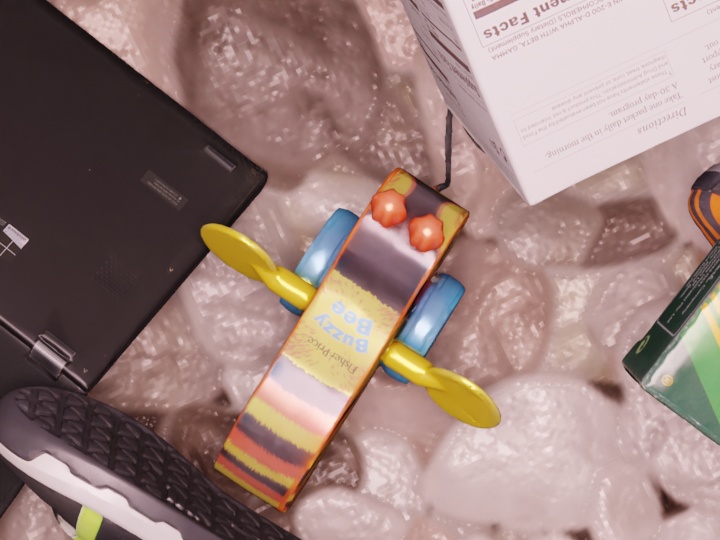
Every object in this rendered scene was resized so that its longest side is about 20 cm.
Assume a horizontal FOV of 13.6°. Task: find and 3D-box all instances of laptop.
[{"bbox_3d":[-0.179,-0.006,1.230,0.187,0.116,0.200,38,60,2],"label":"laptop"}]

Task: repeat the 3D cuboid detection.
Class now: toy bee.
[{"bbox_3d":[0.000,0.000,1.178,0.130,0.109,0.201,11,88,3],"label":"toy bee"}]

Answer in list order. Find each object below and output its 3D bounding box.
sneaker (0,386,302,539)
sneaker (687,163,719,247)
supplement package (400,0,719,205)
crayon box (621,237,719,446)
[{"bbox_3d":[-0.076,0.126,1.169,0.200,0.072,0.083,37,102,-22],"label":"sneaker"},{"bbox_3d":[0.181,0.057,1.186,0.112,0.078,0.200,-45,88,-2],"label":"sneaker"},{"bbox_3d":[0.115,-0.130,1.096,0.199,0.156,0.111,-24,109,-2],"label":"supplement package"},{"bbox_3d":[0.216,0.049,1.132,0.200,0.052,0.126,37,94,-8],"label":"crayon box"}]
